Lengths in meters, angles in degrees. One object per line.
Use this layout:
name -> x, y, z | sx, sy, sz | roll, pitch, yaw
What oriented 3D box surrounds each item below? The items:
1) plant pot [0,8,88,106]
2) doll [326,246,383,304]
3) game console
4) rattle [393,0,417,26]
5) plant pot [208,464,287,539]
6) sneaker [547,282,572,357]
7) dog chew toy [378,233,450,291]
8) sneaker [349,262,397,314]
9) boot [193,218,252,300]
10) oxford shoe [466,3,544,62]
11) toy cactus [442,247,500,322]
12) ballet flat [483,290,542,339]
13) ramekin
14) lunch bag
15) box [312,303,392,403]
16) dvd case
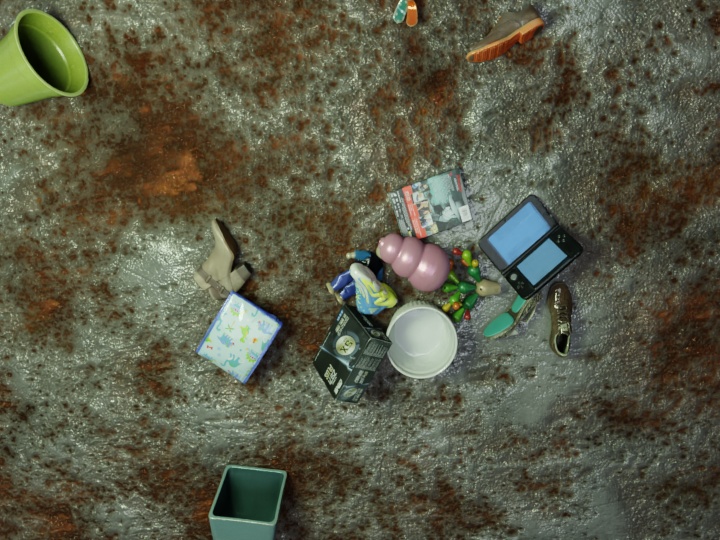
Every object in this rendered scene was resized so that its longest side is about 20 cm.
plant pot -> -0.811, -0.493, 1.296 | 0.185, 0.200, 0.205 | -15, 104, 19
doll -> 0.000, 0.000, 1.447 | 0.198, 0.049, 0.137 | -38, 120, 8
game console -> 0.441, -0.061, 1.391 | 0.199, 0.177, 0.116 | -42, 128, 12
rattle -> 0.122, -0.716, 1.275 | 0.127, 0.144, 0.203 | -8, 124, 36
plant pot -> -0.329, 0.737, 1.584 | 0.189, 0.198, 0.206 | 5, 114, 0
sneaker -> 0.555, 0.138, 1.454 | 0.068, 0.076, 0.206 | -6, 105, 3
dog chew toy -> 0.136, -0.030, 1.395 | 0.196, 0.125, 0.127 | 27, 104, -10
sneaker -> 0.015, 0.064, 1.418 | 0.104, 0.077, 0.199 | -39, 131, 14
boot -> -0.394, -0.019, 1.449 | 0.144, 0.070, 0.203 | -28, 101, 11
oxford shoe -> 0.341, -0.574, 1.293 | 0.195, 0.071, 0.075 | -25, 83, 3
toy cactus -> 0.303, 0.044, 1.439 | 0.160, 0.102, 0.207 | 2, 96, -9
ballet flat -> 0.430, 0.130, 1.467 | 0.075, 0.068, 0.201 | 35, 101, -23
ramekin -> 0.164, 0.180, 1.463 | 0.193, 0.105, 0.207 | 0, 105, 2
lunch bag -> -0.328, 0.173, 1.464 | 0.168, 0.128, 0.202 | 32, 115, -9
box -> -0.027, 0.225, 1.442 | 0.085, 0.164, 0.203 | 18, 109, -38
dvd case -> 0.188, -0.171, 1.416 | 0.195, 0.022, 0.150 | -19, 103, 8
